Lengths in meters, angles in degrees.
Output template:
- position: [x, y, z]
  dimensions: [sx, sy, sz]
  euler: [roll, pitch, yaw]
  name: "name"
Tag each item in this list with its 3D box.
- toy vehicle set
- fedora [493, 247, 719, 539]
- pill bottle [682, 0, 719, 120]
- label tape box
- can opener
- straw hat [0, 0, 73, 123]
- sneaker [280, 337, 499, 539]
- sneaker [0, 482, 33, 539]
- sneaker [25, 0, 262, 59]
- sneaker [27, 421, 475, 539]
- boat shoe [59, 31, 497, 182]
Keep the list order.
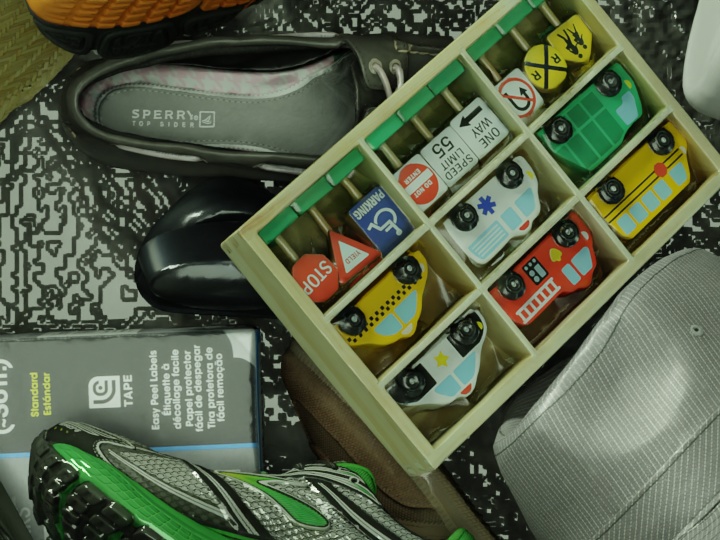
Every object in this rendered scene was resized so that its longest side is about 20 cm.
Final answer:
- position: [0.052, -0.026, 1.025]
  dimensions: [0.200, 0.027, 0.124]
  euler: [-43, 94, -25]
  name: "toy vehicle set"
- position: [0.117, 0.061, 0.998]
  dimensions: [0.090, 0.177, 0.200]
  euler: [44, 53, 3]
  name: "fedora"
- position: [0.238, -0.087, 0.964]
  dimensions: [0.199, 0.113, 0.113]
  euler: [18, 91, -3]
  name: "pill bottle"
- position: [-0.140, 0.099, 1.054]
  dimensions: [0.199, 0.063, 0.145]
  euler: [-2, 91, -2]
  name: "label tape box"
- position: [0.000, 0.000, 1.056]
  dimensions: [0.199, 0.079, 0.064]
  euler: [2, 129, -14]
  name: "can opener"
- position: [-0.204, -0.145, 1.027]
  dimensions: [0.200, 0.085, 0.202]
  euler: [-13, 134, -14]
  name: "straw hat"
- position: [0.017, 0.120, 1.055]
  dimensions: [0.075, 0.070, 0.200]
  euler: [-38, 92, 1]
  name: "sneaker"
- position: [-0.157, 0.144, 0.944]
  dimensions: [0.200, 0.114, 0.076]
  euler: [49, 117, 23]
  name: "sneaker"
- position: [-0.061, -0.153, 1.021]
  dimensions: [0.199, 0.076, 0.092]
  euler: [-21, 84, -34]
  name: "sneaker"
- position: [-0.043, 0.111, 0.999]
  dimensions: [0.199, 0.078, 0.085]
  euler: [26, 56, -7]
  name: "sneaker"
- position: [-0.031, -0.069, 1.053]
  dimensions: [0.199, 0.057, 0.067]
  euler: [-2, 91, -1]
  name: "boat shoe"
